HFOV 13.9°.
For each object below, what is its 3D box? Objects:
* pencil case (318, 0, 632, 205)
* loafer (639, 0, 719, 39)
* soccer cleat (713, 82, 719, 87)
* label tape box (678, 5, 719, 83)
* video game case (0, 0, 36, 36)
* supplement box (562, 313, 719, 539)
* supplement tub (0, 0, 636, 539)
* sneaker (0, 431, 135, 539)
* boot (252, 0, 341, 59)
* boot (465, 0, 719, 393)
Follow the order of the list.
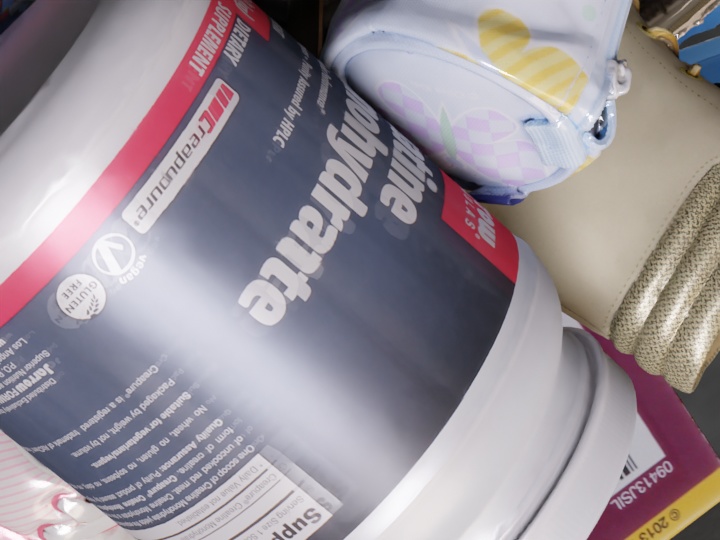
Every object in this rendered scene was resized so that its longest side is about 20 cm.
[{"bbox_3d":[0.060,-0.122,0.888,0.083,0.090,0.201,45,57,-42],"label":"pencil case"},{"bbox_3d":[0.144,-0.143,1.100,0.200,0.075,0.070,-43,150,13],"label":"loafer"},{"bbox_3d":[0.112,-0.008,1.199,0.199,0.073,0.068,-34,-169,3],"label":"soccer cleat"},{"bbox_3d":[0.150,-0.034,1.305,0.143,0.066,0.200,-21,152,-31],"label":"label tape box"},{"bbox_3d":[-0.119,-0.050,0.922,0.143,0.017,0.200,-50,164,-2],"label":"video game case"},{"bbox_3d":[0.028,0.076,1.069,0.131,0.103,0.200,-35,-177,-16],"label":"supplement box"},{"bbox_3d":[-0.032,0.014,0.850,0.140,0.200,0.141,-44,-162,19],"label":"supplement tub"},{"bbox_3d":[-0.103,0.112,0.991,0.104,0.201,0.075,-29,180,29],"label":"sneaker"},{"bbox_3d":[-0.002,-0.149,0.937,0.138,0.077,0.201,-38,154,-48],"label":"boot"},{"bbox_3d":[0.089,-0.070,0.950,0.200,0.155,0.073,-57,165,-25],"label":"boot"}]
